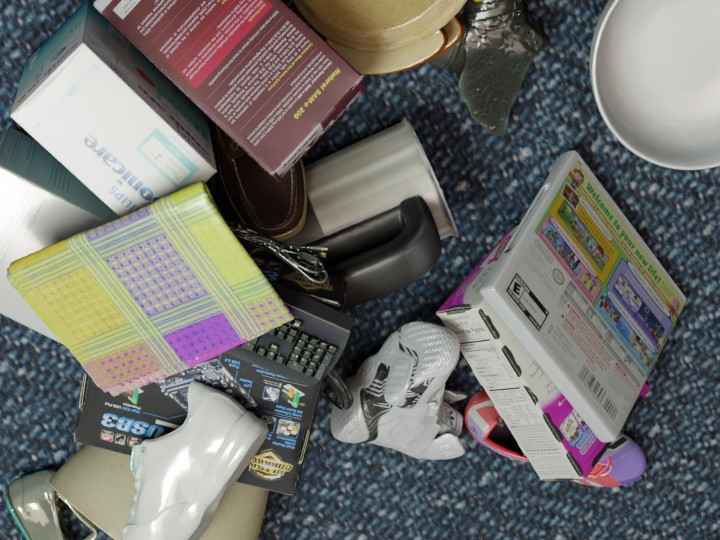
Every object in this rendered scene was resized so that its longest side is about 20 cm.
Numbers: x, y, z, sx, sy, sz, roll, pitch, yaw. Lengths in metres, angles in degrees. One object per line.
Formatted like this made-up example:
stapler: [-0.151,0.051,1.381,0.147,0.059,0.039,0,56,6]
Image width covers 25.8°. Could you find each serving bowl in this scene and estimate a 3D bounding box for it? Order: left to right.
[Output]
serving bowl: [0.296,-0.195,1.406,0.198,0.066,0.202,-2,111,-6]

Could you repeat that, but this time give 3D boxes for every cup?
cup: [-0.161,0.195,1.434,0.200,0.200,0.144,40,81,-19]

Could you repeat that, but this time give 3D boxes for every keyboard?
keyboard: [-0.100,0.013,1.228,0.199,0.021,0.128,23,121,-6]

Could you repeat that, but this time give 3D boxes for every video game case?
video game case: [0.208,0.023,1.433,0.200,0.022,0.182,49,55,-22]

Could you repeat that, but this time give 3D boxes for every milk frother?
milk frother: [0.000,0.000,1.402,0.187,0.181,0.200,-23,141,2]

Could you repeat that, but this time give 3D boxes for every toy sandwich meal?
toy sandwich meal: [0.026,-0.268,1.331,0.204,0.070,0.207,-1,88,20]

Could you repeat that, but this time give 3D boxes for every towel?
towel: [-0.166,0.018,1.221,0.199,0.023,0.144,-22,118,25]

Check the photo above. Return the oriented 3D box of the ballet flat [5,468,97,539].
ballet flat: [-0.274,0.279,1.502,0.063,0.067,0.201,-23,112,-6]

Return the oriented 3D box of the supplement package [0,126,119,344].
supplement package: [-0.249,-0.014,1.368,0.199,0.121,0.120,28,104,-16]

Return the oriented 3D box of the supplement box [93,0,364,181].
supplement box: [-0.103,-0.179,1.260,0.200,0.061,0.109,44,90,4]

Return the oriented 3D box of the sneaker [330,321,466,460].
sneaker: [0.063,0.114,1.451,0.114,0.076,0.200,18,146,-23]

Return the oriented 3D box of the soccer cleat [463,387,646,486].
soccer cleat: [0.191,0.172,1.519,0.199,0.077,0.067,23,105,-15]

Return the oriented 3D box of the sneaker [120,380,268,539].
sneaker: [-0.163,0.183,1.294,0.088,0.075,0.201,36,95,9]

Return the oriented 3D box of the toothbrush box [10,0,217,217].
toothbrush box: [-0.201,-0.129,1.291,0.085,0.200,0.146,-43,109,9]

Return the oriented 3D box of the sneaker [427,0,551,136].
sneaker: [0.125,-0.225,1.378,0.104,0.060,0.201,22,111,-14]

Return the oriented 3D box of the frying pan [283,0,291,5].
frying pan: [-0.144,-0.246,1.317,0.188,0.031,0.116,1,74,4]

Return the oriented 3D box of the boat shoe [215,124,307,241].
boat shoe: [-0.093,-0.124,1.322,0.072,0.072,0.201,-12,74,3]

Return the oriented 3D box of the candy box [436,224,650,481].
candy box: [0.171,0.074,1.446,0.136,0.061,0.201,-45,112,-36]

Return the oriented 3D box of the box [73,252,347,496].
box: [-0.127,0.076,1.305,0.199,0.050,0.200,14,120,1]
